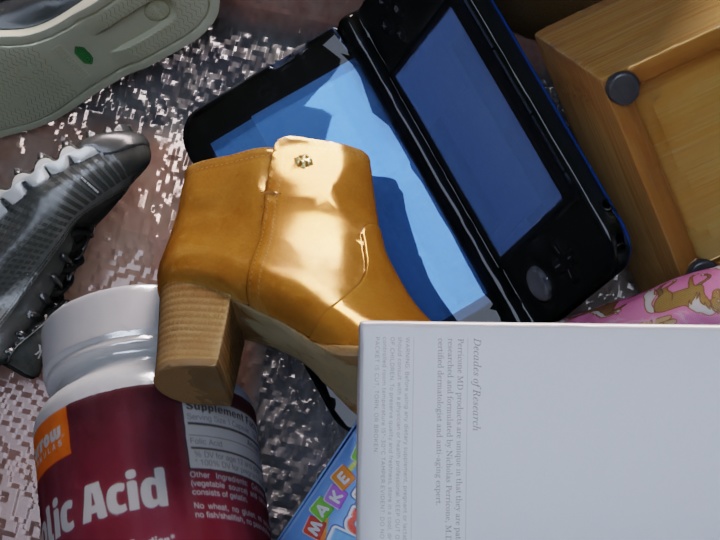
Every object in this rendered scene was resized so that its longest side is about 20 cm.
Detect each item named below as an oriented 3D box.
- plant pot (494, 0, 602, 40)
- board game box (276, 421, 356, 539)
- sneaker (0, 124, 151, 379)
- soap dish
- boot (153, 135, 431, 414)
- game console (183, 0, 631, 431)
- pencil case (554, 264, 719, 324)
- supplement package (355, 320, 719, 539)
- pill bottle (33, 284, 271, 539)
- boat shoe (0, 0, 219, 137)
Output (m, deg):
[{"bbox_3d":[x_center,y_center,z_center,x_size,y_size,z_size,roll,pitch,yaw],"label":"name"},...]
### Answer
[{"bbox_3d":[0.114,-0.222,1.095,0.185,0.200,0.187,-1,84,6],"label":"plant pot"},{"bbox_3d":[0.047,0.182,1.122,0.200,0.037,0.152,35,97,8],"label":"board game box"},{"bbox_3d":[-0.179,0.007,1.165,0.200,0.066,0.091,-37,84,4],"label":"sneaker"},{"bbox_3d":[0.207,-0.086,1.098,0.199,0.081,0.158,-24,114,3],"label":"soap dish"},{"bbox_3d":[0.000,0.000,1.076,0.200,0.071,0.145,4,55,8],"label":"boot"},{"bbox_3d":[0.018,-0.043,1.128,0.118,0.171,0.201,-26,80,-25],"label":"game console"},{"bbox_3d":[0.165,0.044,1.069,0.199,0.083,0.087,-18,94,18],"label":"pencil case"},{"bbox_3d":[0.100,0.084,0.935,0.199,0.121,0.120,0,85,5],"label":"supplement package"},{"bbox_3d":[-0.103,0.116,1.097,0.114,0.114,0.201,-12,64,4],"label":"pill bottle"},{"bbox_3d":[-0.170,-0.128,1.188,0.199,0.072,0.068,-23,45,9],"label":"boat shoe"}]
